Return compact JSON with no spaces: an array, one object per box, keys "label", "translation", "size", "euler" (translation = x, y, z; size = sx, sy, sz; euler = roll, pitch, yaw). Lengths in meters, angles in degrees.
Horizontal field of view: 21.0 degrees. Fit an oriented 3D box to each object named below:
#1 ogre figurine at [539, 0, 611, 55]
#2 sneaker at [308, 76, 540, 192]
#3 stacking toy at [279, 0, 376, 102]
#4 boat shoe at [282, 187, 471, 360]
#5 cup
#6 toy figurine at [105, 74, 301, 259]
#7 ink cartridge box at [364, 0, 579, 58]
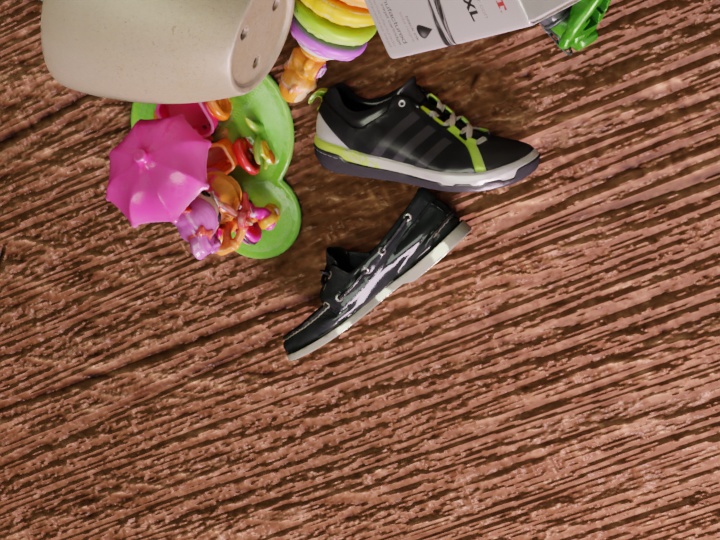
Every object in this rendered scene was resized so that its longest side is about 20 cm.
[{"label":"ogre figurine","translation":[0.138,-0.246,1.499],"size":[0.098,0.200,0.120],"euler":[-47,73,13]},{"label":"sneaker","translation":[0.050,-0.117,1.612],"size":[0.199,0.072,0.083],"euler":[7,110,13]},{"label":"stacking toy","translation":[-0.022,-0.215,1.590],"size":[0.109,0.116,0.200],"euler":[29,126,2]},{"label":"boat shoe","translation":[0.000,0.000,1.668],"size":[0.199,0.075,0.066],"euler":[-37,95,23]},{"label":"cup","translation":[-0.137,-0.213,1.536],"size":[0.143,0.200,0.201],"euler":[24,114,17]},{"label":"toy figurine","translation":[-0.139,-0.070,1.618],"size":[0.150,0.184,0.201],"euler":[-22,103,21]},{"label":"ink cartridge box","translation":[0.071,-0.245,1.405],"size":[0.200,0.084,0.146],"euler":[-4,113,62]}]
